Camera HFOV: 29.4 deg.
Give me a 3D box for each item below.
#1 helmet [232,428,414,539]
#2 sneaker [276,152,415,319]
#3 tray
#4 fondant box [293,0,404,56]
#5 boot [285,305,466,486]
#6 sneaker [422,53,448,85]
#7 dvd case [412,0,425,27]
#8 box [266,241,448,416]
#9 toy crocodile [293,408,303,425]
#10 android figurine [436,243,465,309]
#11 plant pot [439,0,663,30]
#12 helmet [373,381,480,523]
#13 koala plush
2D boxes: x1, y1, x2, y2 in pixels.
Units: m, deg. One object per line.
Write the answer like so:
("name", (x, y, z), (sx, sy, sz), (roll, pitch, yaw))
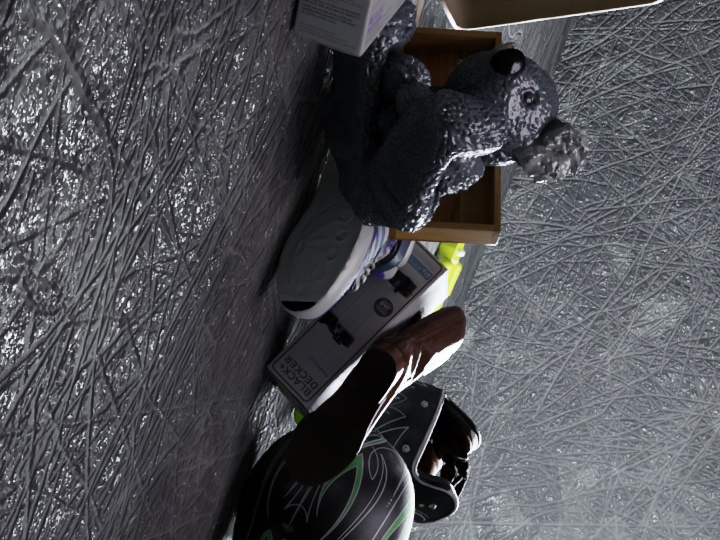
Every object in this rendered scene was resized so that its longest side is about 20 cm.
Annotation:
("helmet", (-0.035, 0.255, 1.453), (0.192, 0.199, 0.200), (-63, 171, 2))
("sneaker", (0.001, -0.012, 1.280), (0.147, 0.080, 0.201), (56, 45, -48))
("tray", (0.078, -0.124, 1.253), (0.037, 0.098, 0.202), (95, -2, -68))
("fondant box", (0.017, -0.277, 0.989), (0.145, 0.058, 0.201), (-58, 167, -52))
("boot", (0.022, 0.123, 1.399), (0.187, 0.064, 0.200), (-50, 171, 24))
("sneaker", (0.039, -0.165, 1.392), (0.076, 0.076, 0.200), (-27, 171, -11))
("dvd case", (0.049, -0.282, 1.300), (0.143, 0.017, 0.201), (-52, 160, -61))
("box", (0.000, 0.062, 1.398), (0.200, 0.060, 0.117), (-45, 167, -8))
("toy crocodile", (-0.011, 0.100, 1.566), (0.200, 0.062, 0.067), (-52, 174, 7))
("android figurine", (0.152, 0.005, 2.503), (0.182, 0.041, 0.202), (13, 99, -81))
("plant pot", (0.157, -0.341, 1.209), (0.200, 0.198, 0.179), (33, 53, -72))
("helmet", (0.069, 0.259, 2.030), (0.199, 0.191, 0.200), (-37, -158, 17))
("koala plush", (0.086, -0.132, 1.171), (0.199, 0.178, 0.185), (-18, 146, -31))
